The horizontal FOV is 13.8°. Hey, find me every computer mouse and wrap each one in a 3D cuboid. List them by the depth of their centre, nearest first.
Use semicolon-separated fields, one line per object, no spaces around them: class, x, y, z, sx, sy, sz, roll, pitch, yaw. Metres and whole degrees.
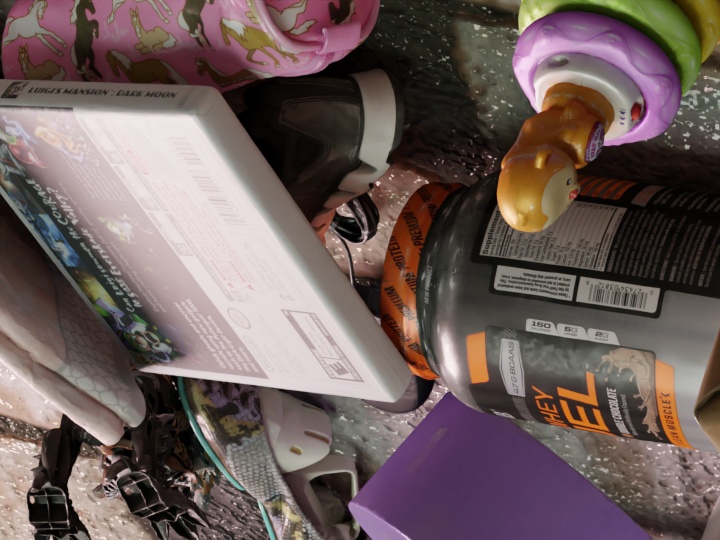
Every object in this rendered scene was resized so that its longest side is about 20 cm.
computer mouse;0.000;0.000;1.571;0.059;0.034;0.200;9;138;26

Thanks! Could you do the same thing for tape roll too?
tape roll;0.094;0.161;1.608;0.200;0.085;0.200;41;171;8

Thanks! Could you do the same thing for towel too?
towel;-0.194;-0.018;1.545;0.032;0.200;0.191;-41;121;11

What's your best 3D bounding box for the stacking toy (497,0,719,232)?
stacking toy;0.100;-0.095;1.198;0.110;0.200;0.116;18;147;11

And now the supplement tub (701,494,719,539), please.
supplement tub;0.280;0.155;1.492;0.200;0.145;0.145;26;148;-1

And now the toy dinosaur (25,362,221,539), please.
toy dinosaur;-0.141;0.086;1.682;0.102;0.136;0.200;-27;133;37

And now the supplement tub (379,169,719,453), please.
supplement tub;0.119;0.017;1.422;0.200;0.123;0.123;9;145;25

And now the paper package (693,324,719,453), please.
paper package;0.251;0.048;1.313;0.103;0.191;0.200;-6;139;35

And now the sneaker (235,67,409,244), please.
sneaker;-0.056;-0.031;1.470;0.090;0.066;0.200;5;141;-26

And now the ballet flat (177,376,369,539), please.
ballet flat;-0.042;0.111;1.734;0.072;0.072;0.200;5;143;28

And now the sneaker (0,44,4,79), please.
sneaker;-0.161;-0.076;1.528;0.075;0.081;0.200;-24;133;31

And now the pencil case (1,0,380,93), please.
pencil case;-0.082;-0.118;1.397;0.200;0.083;0.087;-16;126;45

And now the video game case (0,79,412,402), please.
video game case;-0.090;-0.015;1.430;0.182;0.023;0.200;5;141;41
